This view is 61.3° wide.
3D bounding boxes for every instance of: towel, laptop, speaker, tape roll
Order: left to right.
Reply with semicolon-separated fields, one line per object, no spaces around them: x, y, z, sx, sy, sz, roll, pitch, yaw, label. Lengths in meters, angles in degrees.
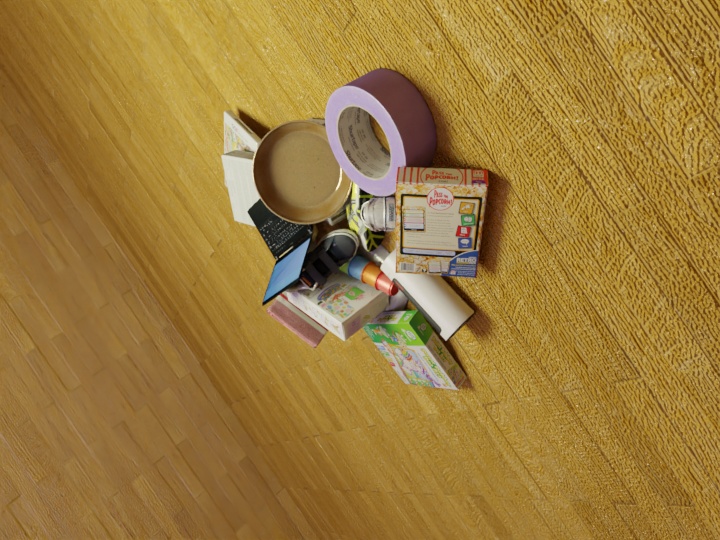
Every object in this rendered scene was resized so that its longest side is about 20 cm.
-0.186;-0.058;1.280;0.176;0.103;0.202;-30;92;50;laptop
-0.112;0.070;1.437;0.143;0.201;0.023;36;143;0;towel
0.033;-0.240;1.069;0.199;0.085;0.202;35;145;29;tape roll
0.131;0.038;1.209;0.200;0.081;0.082;48;149;12;speaker

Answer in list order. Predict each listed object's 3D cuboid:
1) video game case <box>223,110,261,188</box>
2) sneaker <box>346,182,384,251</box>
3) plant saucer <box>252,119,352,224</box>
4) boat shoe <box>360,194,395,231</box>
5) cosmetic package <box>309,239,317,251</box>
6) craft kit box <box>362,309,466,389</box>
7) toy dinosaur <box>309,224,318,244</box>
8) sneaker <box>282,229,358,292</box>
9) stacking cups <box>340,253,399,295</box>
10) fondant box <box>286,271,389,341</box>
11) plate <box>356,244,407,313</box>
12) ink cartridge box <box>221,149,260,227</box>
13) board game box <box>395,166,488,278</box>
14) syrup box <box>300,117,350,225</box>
-0.282;-0.253;1.459;0.182;0.023;0.203;45;140;39;video game case
-0.001;-0.129;1.238;0.076;0.075;0.203;32;141;33;sneaker
-0.110;-0.193;1.186;0.036;0.197;0.203;-84;-27;-67;plant saucer
0.032;-0.110;1.135;0.200;0.064;0.075;9;-100;-89;boat shoe
-0.179;-0.132;1.458;0.104;0.070;0.204;-5;105;57;cosmetic package
0.116;0.179;1.375;0.201;0.049;0.196;53;149;-16;craft kit box
-0.137;-0.135;1.330;0.202;0.057;0.102;58;151;18;toy dinosaur
-0.086;-0.011;1.283;0.198;0.080;0.078;-30;117;31;sneaker
0.000;0.000;1.313;0.199;0.060;0.061;32;143;36;stacking cups
-0.054;0.053;1.360;0.199;0.143;0.059;30;142;37;fondant box
0.027;0.017;1.384;0.200;0.032;0.201;45;149;19;plate
-0.220;-0.176;1.360;0.197;0.047;0.163;15;123;36;ink cartridge box
0.134;-0.078;1.042;0.148;0.047;0.202;4;133;6;board game box
-0.082;-0.205;1.269;0.078;0.081;0.203;21;137;49;syrup box
